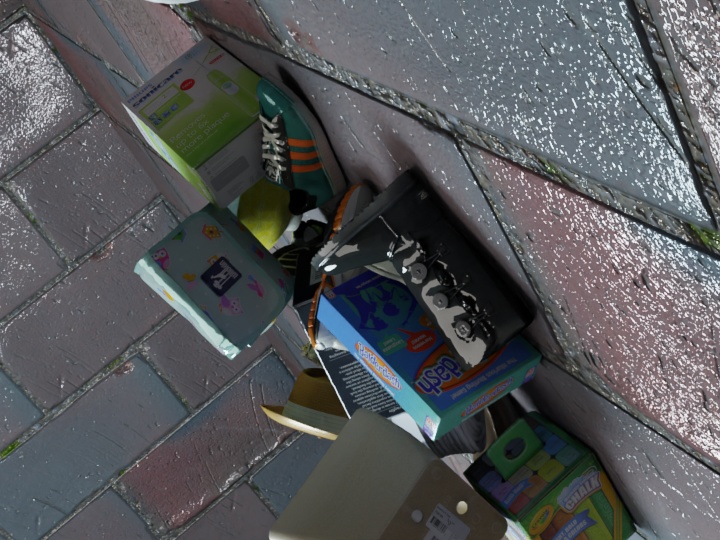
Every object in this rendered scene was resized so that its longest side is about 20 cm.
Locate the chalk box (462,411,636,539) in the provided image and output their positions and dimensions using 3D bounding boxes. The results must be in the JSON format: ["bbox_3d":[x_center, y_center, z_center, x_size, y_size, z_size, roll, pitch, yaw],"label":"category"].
[{"bbox_3d":[0.220,0.264,1.418,0.200,0.124,0.124,56,169,-32],"label":"chalk box"}]

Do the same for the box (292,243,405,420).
[{"bbox_3d":[0.002,0.075,1.519,0.149,0.107,0.200,-91,-22,-63],"label":"box"}]

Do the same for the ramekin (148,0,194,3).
[{"bbox_3d":[-0.147,-0.292,0.854,0.098,0.200,0.201,32,160,38],"label":"ramekin"}]

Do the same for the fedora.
[{"bbox_3d":[-0.039,0.185,1.644,0.200,0.082,0.201,15,180,0],"label":"fedora"}]

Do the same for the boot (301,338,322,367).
[{"bbox_3d":[-0.032,0.055,1.640,0.072,0.155,0.200,21,166,12],"label":"boot"}]

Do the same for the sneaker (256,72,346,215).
[{"bbox_3d":[-0.085,-0.143,1.404,0.071,0.080,0.200,40,165,45],"label":"sneaker"}]

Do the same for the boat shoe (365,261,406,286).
[{"bbox_3d":[0.081,0.000,1.270,0.200,0.076,0.060,38,-155,16],"label":"boat shoe"}]

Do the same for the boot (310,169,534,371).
[{"bbox_3d":[0.060,0.020,1.220,0.200,0.066,0.165,49,129,0],"label":"boot"}]

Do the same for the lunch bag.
[{"bbox_3d":[-0.176,0.015,1.450,0.170,0.122,0.200,47,-164,-3],"label":"lunch bag"}]

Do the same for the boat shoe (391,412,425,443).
[{"bbox_3d":[0.080,0.195,1.590,0.069,0.057,0.200,31,165,2],"label":"boat shoe"}]

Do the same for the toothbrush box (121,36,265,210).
[{"bbox_3d":[-0.187,-0.190,1.497,0.200,0.146,0.086,42,167,42],"label":"toothbrush box"}]

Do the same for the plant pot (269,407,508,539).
[{"bbox_3d":[0.050,0.303,1.385,0.200,0.200,0.177,44,160,-18],"label":"plant pot"}]

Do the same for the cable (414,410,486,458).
[{"bbox_3d":[0.093,0.127,1.420,0.200,0.069,0.200,56,-160,-50],"label":"cable"}]

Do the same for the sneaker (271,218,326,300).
[{"bbox_3d":[-0.081,0.002,1.648,0.074,0.200,0.081,12,118,14],"label":"sneaker"}]

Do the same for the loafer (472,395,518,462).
[{"bbox_3d":[0.177,0.228,1.537,0.073,0.071,0.200,113,133,-78],"label":"loafer"}]

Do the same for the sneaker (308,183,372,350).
[{"bbox_3d":[0.000,0.000,1.382,0.092,0.200,0.076,12,176,-13],"label":"sneaker"}]

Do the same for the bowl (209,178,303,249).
[{"bbox_3d":[-0.137,-0.102,1.636,0.107,0.201,0.200,8,-177,-18],"label":"bowl"}]

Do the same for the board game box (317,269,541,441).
[{"bbox_3d":[0.073,0.072,1.284,0.200,0.152,0.045,45,145,27],"label":"board game box"}]
